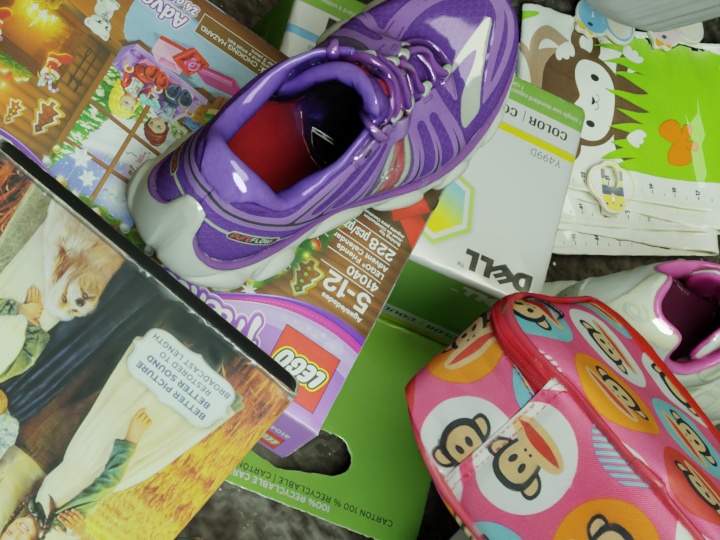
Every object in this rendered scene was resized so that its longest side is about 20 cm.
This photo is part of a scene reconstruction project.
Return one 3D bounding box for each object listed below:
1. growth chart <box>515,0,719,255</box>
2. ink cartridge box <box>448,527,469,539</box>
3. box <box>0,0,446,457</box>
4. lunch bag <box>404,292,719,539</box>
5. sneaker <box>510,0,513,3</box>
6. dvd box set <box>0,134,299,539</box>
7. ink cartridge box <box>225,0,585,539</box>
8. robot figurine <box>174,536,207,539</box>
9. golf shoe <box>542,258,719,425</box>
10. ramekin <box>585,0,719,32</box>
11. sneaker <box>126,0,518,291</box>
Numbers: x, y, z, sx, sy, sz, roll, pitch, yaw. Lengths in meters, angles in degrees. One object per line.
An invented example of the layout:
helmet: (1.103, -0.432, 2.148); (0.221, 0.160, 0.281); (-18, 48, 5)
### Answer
growth chart: (0.121, -0.068, 1.202); (0.199, 0.018, 0.145); (-5, 78, -31)
ink cartridge box: (0.089, 0.205, 1.008); (0.200, 0.116, 0.068); (40, 17, -13)
box: (-0.075, -0.037, 0.973); (0.200, 0.039, 0.137); (34, 60, -11)
lunch bag: (0.116, 0.103, 0.985); (0.200, 0.082, 0.176); (52, 16, 16)
sneaker: (0.006, -0.199, 1.148); (0.077, 0.076, 0.200); (-26, 80, -29)
dvd box set: (-0.141, 0.072, 0.908); (0.146, 0.029, 0.200); (41, 97, -7)
ink cartridge box: (0.000, 0.000, 1.063); (0.147, 0.076, 0.201); (23, 64, -17)
robot figurine: (-0.057, 0.203, 0.943); (0.058, 0.145, 0.201); (0, 82, 2)
golf shoe: (0.157, 0.032, 1.135); (0.200, 0.091, 0.076); (-2, 75, -49)
ramekin: (0.140, -0.207, 1.180); (0.202, 0.094, 0.203); (37, 40, -39)
sneaker: (0.003, -0.060, 0.945); (0.081, 0.083, 0.200); (50, 52, 1)
